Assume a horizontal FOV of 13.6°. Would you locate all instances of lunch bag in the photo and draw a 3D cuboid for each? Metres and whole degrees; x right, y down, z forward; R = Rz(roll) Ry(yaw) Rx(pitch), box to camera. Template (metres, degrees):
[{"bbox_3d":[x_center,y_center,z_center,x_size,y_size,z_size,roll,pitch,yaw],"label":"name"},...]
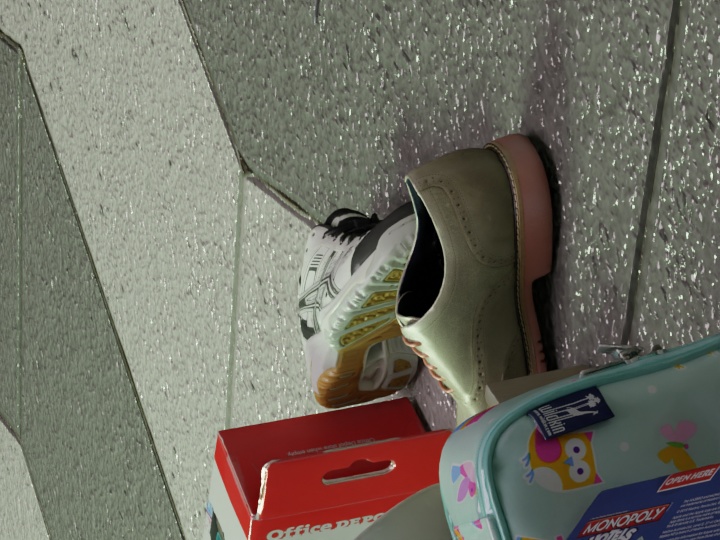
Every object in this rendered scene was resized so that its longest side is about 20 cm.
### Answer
[{"bbox_3d":[0.128,0.124,1.178,0.077,0.160,0.201,146,107,-74],"label":"lunch bag"}]

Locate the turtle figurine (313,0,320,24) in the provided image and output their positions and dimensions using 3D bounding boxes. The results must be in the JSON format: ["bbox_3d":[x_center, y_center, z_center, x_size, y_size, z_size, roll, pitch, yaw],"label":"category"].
[{"bbox_3d":[-0.032,-0.223,1.558,0.150,0.100,0.201,-154,62,-67],"label":"turtle figurine"}]

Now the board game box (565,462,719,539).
[{"bbox_3d":[0.192,0.155,1.066,0.200,0.062,0.200,51,145,-15],"label":"board game box"}]

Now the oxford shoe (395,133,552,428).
[{"bbox_3d":[0.049,0.031,1.473,0.071,0.073,0.201,-137,41,-60],"label":"oxford shoe"}]

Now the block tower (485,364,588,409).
[{"bbox_3d":[0.087,0.146,1.454,0.058,0.054,0.201,-127,32,-51],"label":"block tower"}]

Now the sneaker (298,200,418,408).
[{"bbox_3d":[0.000,0.000,1.596,0.200,0.075,0.088,121,135,-61],"label":"sneaker"}]

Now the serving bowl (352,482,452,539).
[{"bbox_3d":[0.010,0.204,1.535,0.066,0.200,0.201,39,145,19],"label":"serving bowl"}]

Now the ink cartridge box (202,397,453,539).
[{"bbox_3d":[-0.022,0.141,1.667,0.201,0.116,0.067,101,152,-44],"label":"ink cartridge box"}]
